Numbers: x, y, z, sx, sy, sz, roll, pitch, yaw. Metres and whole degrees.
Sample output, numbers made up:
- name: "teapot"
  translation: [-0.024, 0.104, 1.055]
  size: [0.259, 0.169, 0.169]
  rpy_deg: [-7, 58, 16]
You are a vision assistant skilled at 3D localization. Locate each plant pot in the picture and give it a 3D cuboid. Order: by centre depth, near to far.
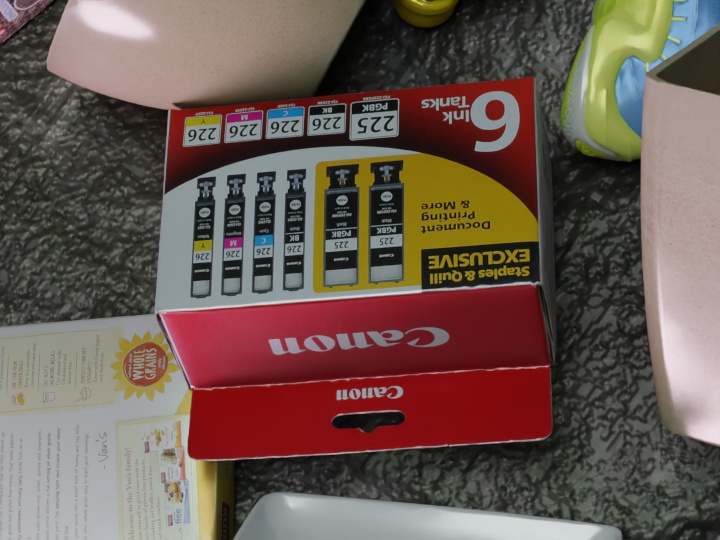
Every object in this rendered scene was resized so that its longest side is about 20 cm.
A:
- name: "plant pot"
  translation: [0.239, -0.004, 1.175]
  size: [0.199, 0.200, 0.178]
  rpy_deg: [15, 109, 18]
- name: "plant pot"
  translation: [-0.064, -0.163, 1.323]
  size: [0.134, 0.200, 0.201]
  rpy_deg: [29, 82, -3]

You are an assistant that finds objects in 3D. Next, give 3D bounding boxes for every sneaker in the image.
- name: "sneaker"
  translation: [0.179, -0.148, 1.313]
  size: [0.105, 0.076, 0.201]
  rpy_deg: [16, 85, 6]

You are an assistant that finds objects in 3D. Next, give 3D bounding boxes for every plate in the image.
- name: "plate"
  translation: [0.017, 0.176, 1.212]
  size: [0.199, 0.200, 0.032]
  rpy_deg: [4, 115, 15]

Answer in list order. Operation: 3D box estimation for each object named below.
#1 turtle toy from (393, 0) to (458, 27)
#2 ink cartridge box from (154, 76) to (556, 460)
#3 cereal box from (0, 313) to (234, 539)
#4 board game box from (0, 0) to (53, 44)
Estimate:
- name: "turtle toy"
  translation: [0.044, -0.241, 1.341]
  size: [0.101, 0.146, 0.201]
  rpy_deg: [-21, 69, -16]
- name: "ink cartridge box"
  translation: [0.000, 0.000, 1.270]
  size: [0.199, 0.084, 0.176]
  rpy_deg: [-5, 56, 8]
- name: "cereal box"
  translation: [-0.168, 0.101, 1.336]
  size: [0.199, 0.040, 0.145]
  rpy_deg: [-4, 72, 13]
- name: "board game box"
  translation: [-0.245, -0.222, 1.420]
  size: [0.200, 0.097, 0.160]
  rpy_deg: [-40, 69, 0]
